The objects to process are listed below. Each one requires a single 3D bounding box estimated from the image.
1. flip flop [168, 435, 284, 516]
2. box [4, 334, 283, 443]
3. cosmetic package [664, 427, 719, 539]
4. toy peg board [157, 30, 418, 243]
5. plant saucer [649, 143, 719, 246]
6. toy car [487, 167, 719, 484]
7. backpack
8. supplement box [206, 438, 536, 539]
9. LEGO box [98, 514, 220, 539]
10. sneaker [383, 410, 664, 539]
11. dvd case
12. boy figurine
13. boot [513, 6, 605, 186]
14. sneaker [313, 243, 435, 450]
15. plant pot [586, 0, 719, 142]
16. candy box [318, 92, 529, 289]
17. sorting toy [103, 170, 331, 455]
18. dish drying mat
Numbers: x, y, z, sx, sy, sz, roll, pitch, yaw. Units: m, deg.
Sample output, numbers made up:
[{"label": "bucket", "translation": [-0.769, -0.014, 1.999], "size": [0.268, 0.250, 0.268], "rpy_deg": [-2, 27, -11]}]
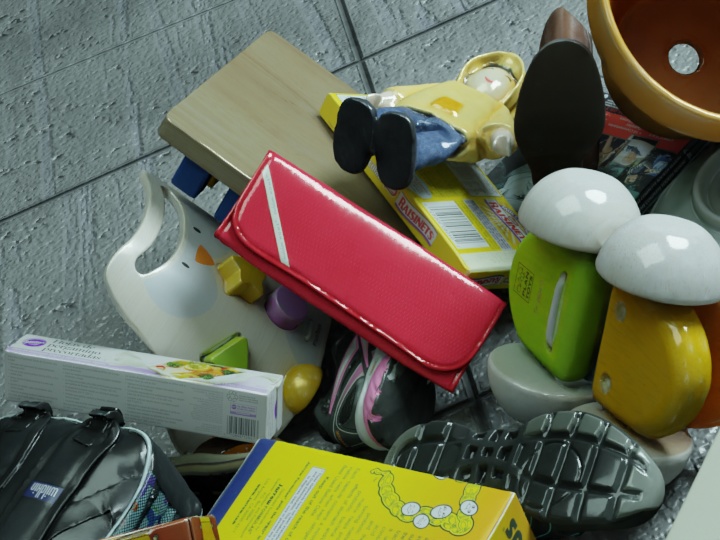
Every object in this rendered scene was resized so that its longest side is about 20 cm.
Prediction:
[{"label": "flip flop", "translation": [-0.082, 0.144, 1.152], "size": [0.198, 0.081, 0.058], "rpy_deg": [-7, 43, 34]}, {"label": "box", "translation": [-0.151, 0.082, 1.139], "size": [0.198, 0.042, 0.039], "rpy_deg": [7, 18, 14]}, {"label": "cosmetic package", "translation": [0.221, 0.169, 0.912], "size": [0.073, 0.104, 0.201], "rpy_deg": [9, 51, 37]}, {"label": "toy peg board", "translation": [-0.048, -0.061, 1.258], "size": [0.098, 0.199, 0.199], "rpy_deg": [-56, -2, 33]}, {"label": "plant saucer", "translation": [0.295, -0.051, 1.169], "size": [0.198, 0.050, 0.201], "rpy_deg": [-16, 38, 13]}, {"label": "toy car", "translation": [0.184, 0.034, 1.071], "size": [0.149, 0.177, 0.200], "rpy_deg": [-5, 25, -31]}, {"label": "backpack", "translation": [-0.218, 0.208, 1.094], "size": [0.176, 0.151, 0.201], "rpy_deg": [3, 44, 35]}, {"label": "supplement box", "translation": [0.006, 0.193, 1.010], "size": [0.198, 0.109, 0.110], "rpy_deg": [8, 49, 37]}, {"label": "LEGO box", "translation": [-0.134, 0.250, 0.895], "size": [0.147, 0.077, 0.202], "rpy_deg": [-14, 80, 4]}, {"label": "sneaker", "translation": [0.109, 0.135, 1.023], "size": [0.199, 0.079, 0.076], "rpy_deg": [0, 55, 42]}, {"label": "dvd case", "translation": [0.177, -0.078, 1.298], "size": [0.145, 0.022, 0.200], "rpy_deg": [21, 57, 45]}, {"label": "boy figurine", "translation": [0.069, -0.113, 1.214], "size": [0.124, 0.065, 0.199], "rpy_deg": [23, 31, 31]}, {"label": "boot", "translation": [0.154, -0.151, 1.233], "size": [0.063, 0.188, 0.201], "rpy_deg": [4, 45, 7]}, {"label": "sneaker", "translation": [0.021, 0.049, 1.202], "size": [0.086, 0.081, 0.201], "rpy_deg": [-10, 33, 38]}, {"label": "plant pot", "translation": [0.252, -0.179, 1.183], "size": [0.199, 0.201, 0.183], "rpy_deg": [-33, -6, -8]}, {"label": "candy box", "translation": [0.058, -0.063, 1.233], "size": [0.201, 0.102, 0.027], "rpy_deg": [54, 125, 31]}, {"label": "sorting toy", "translation": [-0.114, 0.018, 1.216], "size": [0.106, 0.180, 0.201], "rpy_deg": [-28, 32, 32]}, {"label": "dish drying mat", "translation": [0.000, 0.000, 1.134], "size": [0.199, 0.018, 0.077], "rpy_deg": [33, 77, 2]}]
